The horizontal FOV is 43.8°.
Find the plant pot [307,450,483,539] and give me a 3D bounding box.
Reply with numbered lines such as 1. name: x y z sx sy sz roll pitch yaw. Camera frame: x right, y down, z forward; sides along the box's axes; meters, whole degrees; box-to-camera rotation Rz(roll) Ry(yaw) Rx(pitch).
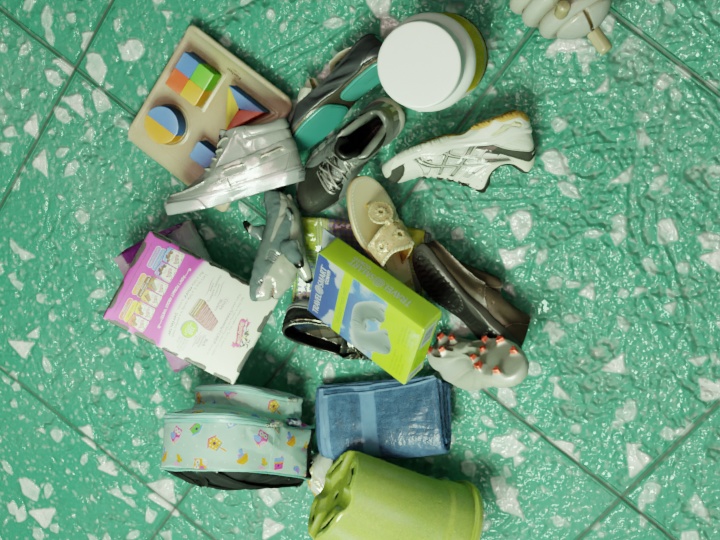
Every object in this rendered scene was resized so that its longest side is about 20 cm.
1. plant pot: 0.036 0.344 1.232 0.184 0.201 0.201 30 111 -13

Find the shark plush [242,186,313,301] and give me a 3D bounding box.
1. shark plush: -0.123 -0.061 1.220 0.083 0.091 0.201 -10 86 3

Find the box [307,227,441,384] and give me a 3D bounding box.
1. box: 0.006 0.047 1.189 0.200 0.048 0.122 36 140 20

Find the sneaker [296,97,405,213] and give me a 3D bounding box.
1. sneaker: -0.030 -0.147 1.180 0.075 0.116 0.200 43 111 0

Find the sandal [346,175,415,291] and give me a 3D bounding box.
1. sandal: 0.049 -0.026 1.181 0.070 0.078 0.212 6 117 50

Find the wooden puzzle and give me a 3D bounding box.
1. wooden puzzle: -0.217 -0.208 1.245 0.185 0.046 0.200 38 111 5

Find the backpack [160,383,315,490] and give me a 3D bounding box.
1. backpack: -0.180 0.237 1.269 0.175 0.200 0.154 -5 81 38

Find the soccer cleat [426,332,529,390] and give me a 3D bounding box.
1. soccer cleat: 0.163 0.128 1.191 0.069 0.200 0.078 -45 112 -20

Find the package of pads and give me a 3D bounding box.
1. package of pads: -0.260 0.038 1.314 0.120 0.076 0.201 -23 99 15

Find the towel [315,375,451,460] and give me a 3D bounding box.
1. towel: 0.030 0.211 1.275 0.199 0.049 0.112 -8 76 22

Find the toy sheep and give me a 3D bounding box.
1. toy sheep: 0.233 -0.339 1.049 0.138 0.138 0.200 -29 88 20

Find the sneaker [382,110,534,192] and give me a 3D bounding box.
1. sneaker: 0.128 -0.136 1.156 0.199 0.076 0.088 -16 101 19

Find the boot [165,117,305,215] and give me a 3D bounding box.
1. boot: -0.177 -0.141 1.200 0.199 0.074 0.096 -16 96 7

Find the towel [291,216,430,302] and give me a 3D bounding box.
1. towel: 0.000 0.000 1.264 0.199 0.023 0.144 9 108 12

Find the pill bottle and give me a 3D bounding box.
1. pill bottle: 0.088 -0.252 1.075 0.114 0.200 0.115 4 106 13

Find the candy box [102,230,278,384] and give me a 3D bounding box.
1. candy box: -0.232 0.050 1.237 0.200 0.061 0.137 29 90 -9

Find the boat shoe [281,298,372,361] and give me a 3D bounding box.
1. boat shoe: -0.016 0.099 1.266 0.199 0.057 0.069 17 128 5

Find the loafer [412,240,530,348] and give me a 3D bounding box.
1. loafer: 0.152 0.029 1.213 0.200 0.071 0.073 46 156 -7

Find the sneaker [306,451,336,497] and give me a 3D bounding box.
1. sneaker: -0.003 0.354 1.335 0.087 0.076 0.200 -27 98 20

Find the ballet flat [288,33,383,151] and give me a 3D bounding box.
1. ballet flat: -0.034 -0.240 1.185 0.200 0.073 0.073 -38 93 32
